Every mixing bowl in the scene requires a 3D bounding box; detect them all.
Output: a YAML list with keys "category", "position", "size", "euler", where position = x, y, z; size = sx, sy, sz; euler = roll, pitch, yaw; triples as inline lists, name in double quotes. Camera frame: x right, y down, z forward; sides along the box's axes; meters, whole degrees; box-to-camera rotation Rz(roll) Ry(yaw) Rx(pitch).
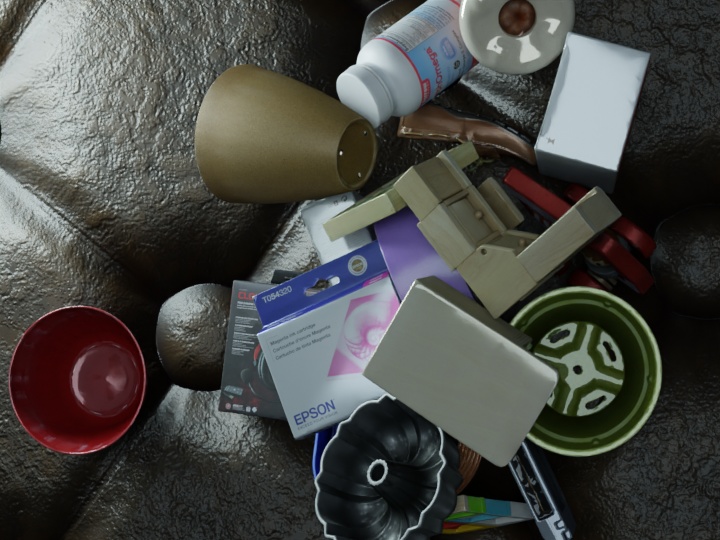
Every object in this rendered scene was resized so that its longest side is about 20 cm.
- category: "mixing bowl"
  position: [-0.375, 0.153, 1.682]
  size: [0.198, 0.108, 0.203]
  euler: [-1, 85, 10]

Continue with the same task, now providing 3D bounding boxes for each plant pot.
- category: "plant pot"
  position: [0.274, 0.125, 1.529]
  size: [0.198, 0.184, 0.203]
  euler: [-1, 87, 10]
- category: "plant pot"
  position: [-0.083, -0.167, 1.580]
  size: [0.198, 0.186, 0.189]
  euler: [12, 88, 35]

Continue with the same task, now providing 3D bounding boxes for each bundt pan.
- category: "bundt pan"
  position: [0.043, 0.256, 1.459]
  size: [0.201, 0.076, 0.204]
  euler: [-24, 50, 32]

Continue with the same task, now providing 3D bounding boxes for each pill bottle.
- category: "pill bottle"
  position: [0.067, -0.274, 1.595]
  size: [0.200, 0.109, 0.109]
  euler: [-39, 79, -24]

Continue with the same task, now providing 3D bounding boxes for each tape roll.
- category: "tape roll"
  position: [0.094, 0.006, 1.562]
  size: [0.084, 0.200, 0.202]
  euler: [-23, 82, 8]

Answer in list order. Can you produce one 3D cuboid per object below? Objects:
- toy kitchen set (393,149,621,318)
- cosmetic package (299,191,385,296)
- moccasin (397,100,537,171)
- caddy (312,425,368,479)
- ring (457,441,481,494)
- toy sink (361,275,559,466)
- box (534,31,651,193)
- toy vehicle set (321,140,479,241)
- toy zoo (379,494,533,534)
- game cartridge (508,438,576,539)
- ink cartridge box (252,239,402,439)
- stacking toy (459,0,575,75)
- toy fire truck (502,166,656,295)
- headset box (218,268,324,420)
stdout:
- category: "toy kitchen set"
  position: [0.188, -0.091, 1.431]
  size: [0.201, 0.163, 0.180]
  euler: [52, 128, 7]
- category: "cosmetic package"
  position: [0.000, 0.000, 1.625]
  size: [0.080, 0.113, 0.202]
  euler: [-22, 81, 9]
- category: "moccasin"
  position: [0.145, -0.175, 1.631]
  size: [0.199, 0.074, 0.079]
  euler: [18, 95, 10]
- category: "caddy"
  position: [0.013, 0.223, 1.589]
  size: [0.140, 0.105, 0.203]
  euler: [5, 87, 12]
- category: "ring"
  position: [0.070, 0.224, 1.643]
  size: [0.198, 0.019, 0.203]
  euler: [-1, 86, 11]
- category: "toy sink"
  position: [0.125, 0.114, 1.407]
  size: [0.199, 0.112, 0.131]
  euler: [32, 100, 13]
- category: "box"
  position: [0.295, -0.196, 1.541]
  size: [0.105, 0.200, 0.154]
  euler: [17, 90, 11]
- category: "toy vehicle set"
  position: [0.053, -0.103, 1.547]
  size: [0.124, 0.200, 0.027]
  euler: [-23, 98, 43]
- category: "toy zoo"
  position: [0.134, 0.315, 1.543]
  size: [0.130, 0.199, 0.021]
  euler: [-19, 66, 33]
- category: "game cartridge"
  position: [0.219, 0.252, 1.555]
  size: [0.041, 0.133, 0.202]
  euler: [-26, 81, 7]
- category: "ink cartridge box"
  position: [-0.029, 0.087, 1.546]
  size: [0.195, 0.043, 0.202]
  euler: [-25, 80, 13]
- category: "stacking toy"
  position: [0.199, -0.349, 1.578]
  size: [0.144, 0.200, 0.148]
  euler: [1, 114, 2]
- category: "toy fire truck"
  position: [0.278, -0.046, 1.536]
  size: [0.200, 0.168, 0.112]
  euler: [41, 94, 33]
- category: "headset box"
  position: [-0.106, 0.101, 1.654]
  size: [0.147, 0.075, 0.203]
  euler: [7, 87, 11]
